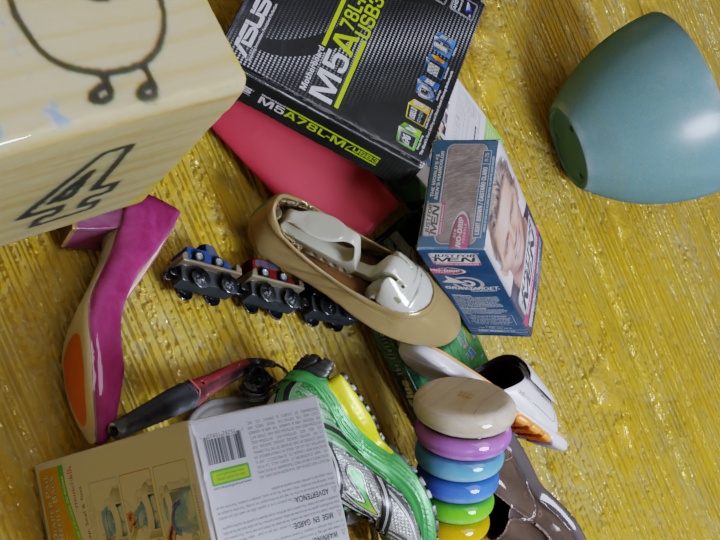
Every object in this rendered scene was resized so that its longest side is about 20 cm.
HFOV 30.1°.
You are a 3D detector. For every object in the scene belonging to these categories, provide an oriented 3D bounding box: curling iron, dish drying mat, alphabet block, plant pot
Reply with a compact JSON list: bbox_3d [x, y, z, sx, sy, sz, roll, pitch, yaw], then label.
[{"bbox_3d":[-0.119,0.094,1.011,0.200,0.049,0.026,-11,115,-57],"label":"curling iron"},{"bbox_3d":[-0.059,-0.103,1.136,0.077,0.018,0.200,-45,100,-10],"label":"dish drying mat"},{"bbox_3d":[-0.231,-0.138,0.885,0.199,0.196,0.196,-24,84,-39],"label":"alphabet block"},{"bbox_3d":[0.277,-0.151,1.399,0.134,0.200,0.201,-22,90,-7],"label":"plant pot"}]

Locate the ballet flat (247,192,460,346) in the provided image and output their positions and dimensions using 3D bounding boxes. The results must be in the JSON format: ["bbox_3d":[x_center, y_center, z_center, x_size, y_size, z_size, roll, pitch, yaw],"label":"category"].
[{"bbox_3d":[0.000,0.000,1.097,0.199,0.063,0.069,26,57,-5],"label":"ballet flat"}]

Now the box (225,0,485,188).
[{"bbox_3d":[-0.009,-0.196,1.132,0.192,0.048,0.201,29,58,-11],"label":"box"}]

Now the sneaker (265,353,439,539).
[{"bbox_3d":[-0.012,0.167,1.068,0.085,0.078,0.200,-43,106,-22],"label":"sneaker"}]

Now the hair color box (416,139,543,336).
[{"bbox_3d":[0.107,-0.023,1.151,0.200,0.060,0.101,51,44,-61],"label":"hair color box"}]

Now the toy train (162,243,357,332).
[{"bbox_3d":[-0.079,0.012,1.104,0.199,0.034,0.046,14,55,-41],"label":"toy train"}]

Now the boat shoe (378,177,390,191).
[{"bbox_3d":[-0.038,-0.140,1.170,0.063,0.072,0.201,-34,103,-46],"label":"boat shoe"}]

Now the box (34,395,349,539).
[{"bbox_3d":[-0.119,0.158,0.904,0.112,0.199,0.102,-6,80,-45],"label":"box"}]

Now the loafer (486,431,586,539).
[{"bbox_3d":[0.134,0.221,1.204,0.071,0.073,0.200,-46,110,-30],"label":"loafer"}]

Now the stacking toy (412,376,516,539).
[{"bbox_3d":[0.078,0.195,1.114,0.085,0.085,0.201,-16,117,-44],"label":"stacking toy"}]

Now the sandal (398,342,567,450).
[{"bbox_3d":[0.122,0.097,1.182,0.206,0.079,0.059,37,74,-34],"label":"sandal"}]

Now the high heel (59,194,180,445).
[{"bbox_3d":[-0.171,0.033,0.994,0.095,0.067,0.201,6,58,-30],"label":"high heel"}]

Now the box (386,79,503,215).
[{"bbox_3d":[0.071,-0.115,1.242,0.200,0.036,0.145,44,46,-45],"label":"box"}]

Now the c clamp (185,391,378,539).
[{"bbox_3d":[-0.057,0.179,1.072,0.199,0.027,0.172,5,72,-41],"label":"c clamp"}]

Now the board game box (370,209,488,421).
[{"bbox_3d":[0.060,0.058,1.202,0.105,0.023,0.201,-41,112,-43],"label":"board game box"}]
